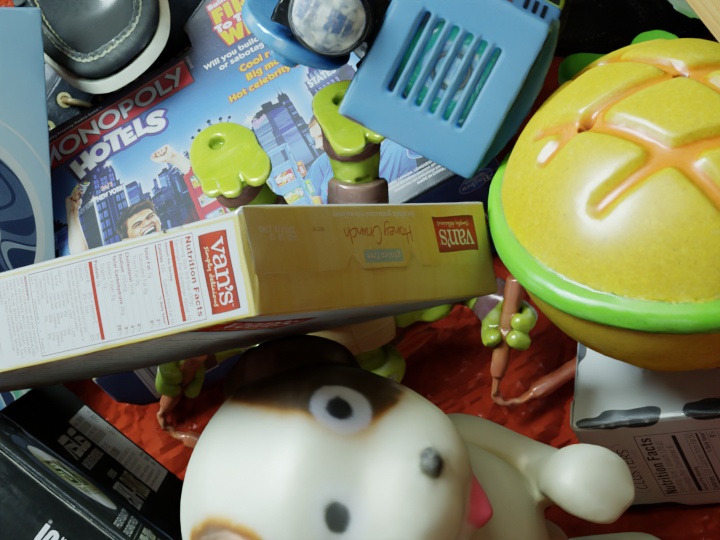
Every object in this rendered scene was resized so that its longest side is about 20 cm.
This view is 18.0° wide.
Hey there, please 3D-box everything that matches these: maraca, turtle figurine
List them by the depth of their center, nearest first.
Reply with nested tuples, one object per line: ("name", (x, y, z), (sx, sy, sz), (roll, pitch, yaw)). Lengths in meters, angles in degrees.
("maraca", (0.118, -0.037, 0.828), (0.136, 0.108, 0.200), (7, 35, 10))
("turtle figurine", (0.000, 0.000, 0.925), (0.198, 0.162, 0.065), (-9, 42, 9))

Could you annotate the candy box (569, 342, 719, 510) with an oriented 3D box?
("candy box", (0.188, -0.003, 0.882), (0.198, 0.072, 0.169), (-7, 55, 21))

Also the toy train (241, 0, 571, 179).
("toy train", (0.027, -0.115, 0.889), (0.087, 0.114, 0.200), (-60, 2, 25))

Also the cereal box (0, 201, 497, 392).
("cereal box", (-0.071, 0.012, 0.804), (0.199, 0.143, 0.040), (-13, 85, 35))

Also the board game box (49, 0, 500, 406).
("board game box", (-0.049, -0.055, 1.045), (0.199, 0.062, 0.201), (-28, 49, 6))

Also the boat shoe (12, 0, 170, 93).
("boat shoe", (-0.150, -0.157, 1.075), (0.072, 0.068, 0.201), (-37, 50, 8))

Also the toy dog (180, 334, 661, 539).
("toy dog", (0.012, 0.105, 0.807), (0.193, 0.200, 0.140), (6, 60, 29))

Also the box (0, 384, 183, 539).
("box", (-0.144, 0.136, 0.845), (0.086, 0.200, 0.164), (38, 92, -2))

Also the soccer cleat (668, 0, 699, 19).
("soccer cleat", (0.171, -0.133, 0.927), (0.078, 0.199, 0.070), (38, 116, 54))

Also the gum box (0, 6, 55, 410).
("gum box", (-0.211, -0.012, 0.969), (0.044, 0.169, 0.202), (-1, 91, 49))

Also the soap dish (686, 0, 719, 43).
("soap dish", (0.173, -0.114, 0.782), (0.081, 0.200, 0.157), (-40, -4, 38))

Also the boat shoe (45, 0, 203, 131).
("boat shoe", (-0.130, -0.091, 1.112), (0.199, 0.071, 0.091), (-27, 51, 15))

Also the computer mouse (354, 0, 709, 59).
("computer mouse", (0.095, -0.130, 1.019), (0.198, 0.053, 0.139), (-7, 38, 7))
